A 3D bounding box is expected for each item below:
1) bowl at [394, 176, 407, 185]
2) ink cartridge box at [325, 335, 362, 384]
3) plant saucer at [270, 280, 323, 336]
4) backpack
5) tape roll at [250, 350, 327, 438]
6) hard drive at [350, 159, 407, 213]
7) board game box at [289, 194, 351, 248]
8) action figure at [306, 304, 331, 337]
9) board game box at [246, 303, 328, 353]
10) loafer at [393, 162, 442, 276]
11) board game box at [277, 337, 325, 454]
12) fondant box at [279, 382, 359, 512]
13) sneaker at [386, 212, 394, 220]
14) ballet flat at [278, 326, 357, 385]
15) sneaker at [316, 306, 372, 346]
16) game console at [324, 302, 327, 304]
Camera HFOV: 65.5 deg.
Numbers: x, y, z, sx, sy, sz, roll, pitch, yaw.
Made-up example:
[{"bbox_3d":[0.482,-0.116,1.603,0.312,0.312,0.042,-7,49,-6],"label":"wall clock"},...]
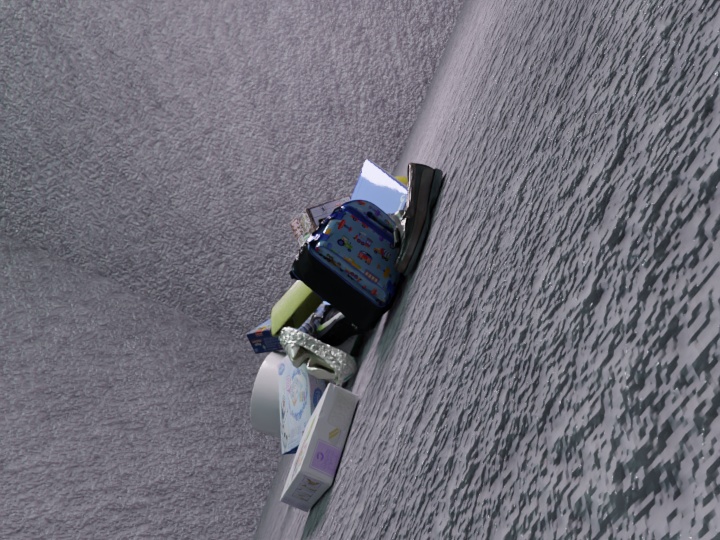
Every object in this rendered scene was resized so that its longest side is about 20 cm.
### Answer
[{"bbox_3d":[0.058,-0.158,1.437,0.200,0.104,0.207,-157,89,-88],"label":"bowl"},{"bbox_3d":[-0.017,0.159,1.260,0.200,0.049,0.166,6,-73,-77],"label":"ink cartridge box"},{"bbox_3d":[-0.116,0.051,1.232,0.201,0.048,0.200,-48,-8,3],"label":"plant saucer"},{"bbox_3d":[0.003,-0.033,0.948,0.202,0.181,0.135,-54,2,-41],"label":"backpack"},{"bbox_3d":[-0.175,0.320,1.415,0.202,0.134,0.211,10,-90,-75],"label":"tape roll"},{"bbox_3d":[0.046,-0.163,1.327,0.200,0.025,0.136,45,118,46],"label":"hard drive"},{"bbox_3d":[-0.065,-0.068,1.448,0.156,0.206,0.096,-21,-4,-39],"label":"board game box"},{"bbox_3d":[-0.080,0.145,1.302,0.119,0.099,0.207,-64,-7,-77],"label":"action figure"},{"bbox_3d":[-0.166,0.132,1.467,0.196,0.063,0.199,-15,16,41],"label":"board game box"},{"bbox_3d":[0.078,-0.086,0.887,0.072,0.061,0.205,117,174,-59],"label":"loafer"},{"bbox_3d":[-0.129,0.276,1.214,0.200,0.042,0.206,-44,48,54],"label":"board game box"},{"bbox_3d":[-0.070,0.297,0.925,0.202,0.056,0.148,114,177,-54],"label":"fondant box"},{"bbox_3d":[0.066,-0.073,1.170,0.200,0.071,0.091,168,102,-85],"label":"sneaker"},{"bbox_3d":[-0.098,0.168,1.099,0.071,0.194,0.074,-35,-46,-48],"label":"ballet flat"},{"bbox_3d":[-0.031,0.083,1.105,0.198,0.070,0.086,-31,43,47],"label":"sneaker"},{"bbox_3d":[-0.079,0.067,1.584,0.199,0.117,0.173,-42,54,14],"label":"game console"}]
